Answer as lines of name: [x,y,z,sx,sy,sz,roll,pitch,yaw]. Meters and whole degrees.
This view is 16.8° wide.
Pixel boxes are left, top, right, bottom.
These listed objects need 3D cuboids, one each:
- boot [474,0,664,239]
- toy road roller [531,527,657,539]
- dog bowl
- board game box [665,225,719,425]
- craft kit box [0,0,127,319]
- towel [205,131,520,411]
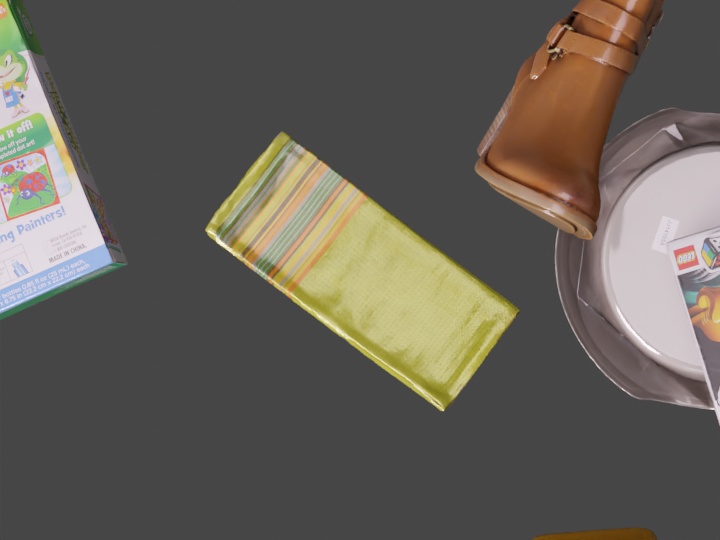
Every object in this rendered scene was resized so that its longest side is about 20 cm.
boot: [0.137,-0.111,1.480,0.074,0.200,0.155,31,102,-17]
toy road roller: [0.152,0.251,1.520,0.123,0.146,0.200,-5,125,9]
dog bowl: [0.224,-0.006,1.531,0.200,0.059,0.200,0,87,9]
board game box: [0.298,0.014,1.471,0.200,0.035,0.126,-18,86,8]
craft kit box: [-0.283,-0.056,1.626,0.200,0.049,0.198,-23,87,8]
towel: [0.000,0.000,1.589,0.200,0.018,0.086,37,95,8]
